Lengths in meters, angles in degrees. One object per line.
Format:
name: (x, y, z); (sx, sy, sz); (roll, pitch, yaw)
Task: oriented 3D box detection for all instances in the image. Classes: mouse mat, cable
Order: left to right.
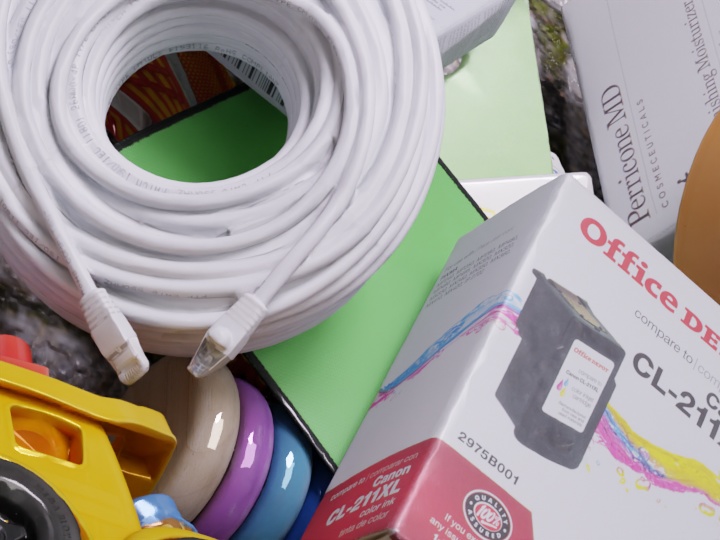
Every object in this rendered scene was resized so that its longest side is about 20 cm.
cable: (-0.064, -0.064, 1.013); (0.200, 0.069, 0.200); (-36, 74, -14)
mouse mat: (0.000, 0.000, 1.075); (0.161, 0.008, 0.200); (-29, 77, -41)

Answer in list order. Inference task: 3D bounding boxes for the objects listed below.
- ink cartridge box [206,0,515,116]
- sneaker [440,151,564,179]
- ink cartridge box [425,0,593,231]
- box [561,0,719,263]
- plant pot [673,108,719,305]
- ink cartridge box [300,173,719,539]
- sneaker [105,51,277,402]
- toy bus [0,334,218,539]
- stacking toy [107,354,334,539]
ink cartridge box: (-0.030, -0.162, 1.160); (0.199, 0.041, 0.200); (39, 41, 14)
sneaker: (0.095, -0.017, 1.242); (0.200, 0.075, 0.088); (41, 42, -12)
ink cartridge box: (0.033, -0.034, 1.152); (0.145, 0.048, 0.201); (-4, 81, -18)
box: (0.222, -0.055, 1.287); (0.200, 0.130, 0.200); (37, 31, -36)
plant pot: (0.256, -0.004, 1.089); (0.199, 0.140, 0.201); (-4, 98, -33)
ink cartridge box: (0.078, 0.083, 1.009); (0.146, 0.083, 0.200); (40, 51, -14)
sneaker: (-0.062, -0.036, 1.123); (0.077, 0.073, 0.201); (5, 62, -53)
toy bus: (-0.123, 0.101, 0.932); (0.199, 0.136, 0.193); (19, 37, -23)
stacking toy: (-0.013, 0.109, 1.064); (0.199, 0.085, 0.086); (29, 46, -31)
